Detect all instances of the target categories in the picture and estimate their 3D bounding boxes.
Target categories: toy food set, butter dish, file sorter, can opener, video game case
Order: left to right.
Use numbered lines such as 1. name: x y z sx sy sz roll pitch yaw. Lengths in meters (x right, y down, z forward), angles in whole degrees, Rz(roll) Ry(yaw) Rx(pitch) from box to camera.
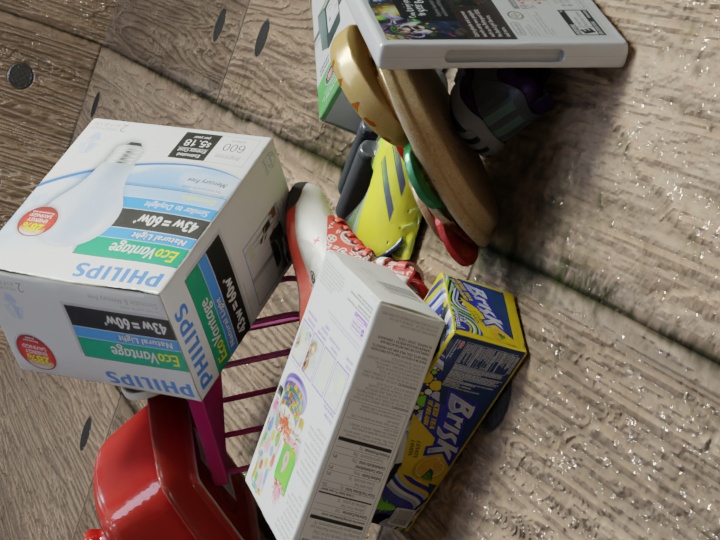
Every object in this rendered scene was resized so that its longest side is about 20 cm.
1. butter dish: -0.186 0.227 1.629 0.147 0.201 0.200 -28 32 8
2. file sorter: -0.091 0.064 1.603 0.201 0.124 0.140 -99 -3 -50
3. can opener: 0.023 -0.108 1.594 0.200 0.066 0.053 120 160 -55
4. toy food set: 0.047 -0.100 1.349 0.048 0.199 0.200 -27 3 12
5. video game case: 0.083 -0.195 1.318 0.200 0.180 0.024 -110 22 -59

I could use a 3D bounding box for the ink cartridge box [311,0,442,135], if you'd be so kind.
1. ink cartridge box: 0.021 -0.239 1.656 0.146 0.083 0.201 -58 24 35

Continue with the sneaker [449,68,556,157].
1. sneaker: 0.121 -0.180 1.398 0.087 0.074 0.201 -26 45 30

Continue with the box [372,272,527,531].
1. box: 0.048 0.102 1.335 0.201 0.064 0.070 -59 24 33

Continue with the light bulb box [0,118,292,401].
1. light bulb box: -0.184 -0.013 1.513 0.201 0.197 0.125 -58 -36 -39

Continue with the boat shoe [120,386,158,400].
1. boat shoe: -0.190 0.054 1.638 0.200 0.071 0.060 -84 -20 -66

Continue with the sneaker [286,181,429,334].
1. sneaker: 0.000 0.001 1.482 0.107 0.067 0.203 -18 53 16

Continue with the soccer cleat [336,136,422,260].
1. soccer cleat: 0.033 -0.054 1.535 0.084 0.064 0.201 49 120 33

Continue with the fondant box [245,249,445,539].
1. fondant box: -0.016 0.101 1.327 0.201 0.058 0.144 -69 20 10
